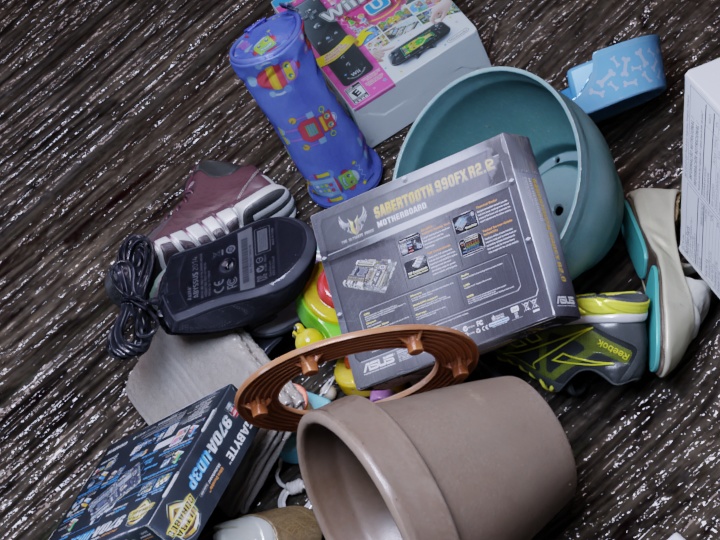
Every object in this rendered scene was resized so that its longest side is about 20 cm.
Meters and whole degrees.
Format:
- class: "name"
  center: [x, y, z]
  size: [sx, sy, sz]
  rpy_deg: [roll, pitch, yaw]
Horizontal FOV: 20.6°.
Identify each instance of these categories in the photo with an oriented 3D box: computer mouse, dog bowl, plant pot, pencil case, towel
- class: "computer mouse"
  center: [-0.122, 0.012, 1.733]
  size: [0.200, 0.053, 0.139]
  rpy_deg: [-15, 47, 18]
- class: "dog bowl"
  center: [0.189, -0.155, 1.818]
  size: [0.200, 0.111, 0.050]
  rpy_deg: [-22, 85, 7]
- class: "plant pot"
  center: [0.070, 0.167, 1.574]
  size: [0.174, 0.200, 0.200]
  rpy_deg: [-26, 45, -21]
- class: "pencil case"
  center: [-0.052, -0.152, 1.861]
  size: [0.078, 0.200, 0.087]
  rpy_deg: [-30, 36, 1]
- class: "plant pot"
  center: [0.144, -0.062, 1.717]
  size: [0.200, 0.134, 0.201]
  rpy_deg: [-11, 73, 38]
- class: "towel"
  center: [-0.129, 0.111, 1.747]
  size: [0.200, 0.034, 0.133]
  rpy_deg: [47, 115, 39]

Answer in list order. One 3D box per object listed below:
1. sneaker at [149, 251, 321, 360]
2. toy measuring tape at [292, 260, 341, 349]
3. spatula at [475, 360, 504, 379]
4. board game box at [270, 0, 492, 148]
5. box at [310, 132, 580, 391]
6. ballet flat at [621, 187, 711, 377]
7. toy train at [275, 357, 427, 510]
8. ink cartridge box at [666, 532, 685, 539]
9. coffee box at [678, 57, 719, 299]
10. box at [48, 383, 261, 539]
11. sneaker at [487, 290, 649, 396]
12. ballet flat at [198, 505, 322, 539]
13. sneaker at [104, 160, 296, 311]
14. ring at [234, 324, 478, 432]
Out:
- class: "sneaker"
  center: [-0.105, 0.050, 1.802]
  size: [0.200, 0.078, 0.140]
  rpy_deg: [-9, 50, 18]
- class: "toy measuring tape"
  center: [0.000, 0.000, 1.755]
  size: [0.073, 0.074, 0.200]
  rpy_deg: [19, 54, 34]
- class: "spatula"
  center: [0.089, 0.077, 1.683]
  size: [0.021, 0.057, 0.200]
  rpy_deg: [-28, 51, -36]
- class: "board game box"
  center: [0.019, -0.234, 1.984]
  size: [0.147, 0.064, 0.200]
  rpy_deg: [-32, 47, -3]
- class: "box"
  center: [0.067, -0.004, 1.635]
  size: [0.200, 0.048, 0.159]
  rpy_deg: [-23, 75, 29]
- class: "ballet flat"
  center: [0.266, 0.006, 1.686]
  size: [0.069, 0.070, 0.200]
  rpy_deg: [-15, 48, 12]
- class: "toy train"
  center: [0.000, 0.123, 1.711]
  size: [0.200, 0.056, 0.150]
  rpy_deg: [-27, 47, 2]
- class: "ink cartridge box"
  center: [0.246, 0.311, 1.431]
  size: [0.146, 0.086, 0.200]
  rpy_deg: [-39, 50, -9]
- class: "coffee box"
  center: [0.385, -0.063, 1.563]
  size: [0.199, 0.200, 0.198]
  rpy_deg: [-21, 46, -13]
- class: "box"
  center: [-0.181, 0.190, 1.661]
  size: [0.200, 0.046, 0.159]
  rpy_deg: [-29, 24, 45]
- class: "sneaker"
  center: [0.153, 0.066, 1.675]
  size: [0.200, 0.074, 0.085]
  rpy_deg: [-8, 87, 39]
- class: "ballet flat"
  center: [-0.130, 0.245, 1.658]
  size: [0.200, 0.072, 0.068]
  rpy_deg: [-22, 60, 6]
- class: "sneaker"
  center: [-0.168, -0.041, 1.916]
  size: [0.200, 0.076, 0.116]
  rpy_deg: [-27, 41, -12]
- class: "ring"
  center: [-0.001, 0.093, 1.586]
  size: [0.200, 0.200, 0.019]
  rpy_deg: [-19, 65, 10]
